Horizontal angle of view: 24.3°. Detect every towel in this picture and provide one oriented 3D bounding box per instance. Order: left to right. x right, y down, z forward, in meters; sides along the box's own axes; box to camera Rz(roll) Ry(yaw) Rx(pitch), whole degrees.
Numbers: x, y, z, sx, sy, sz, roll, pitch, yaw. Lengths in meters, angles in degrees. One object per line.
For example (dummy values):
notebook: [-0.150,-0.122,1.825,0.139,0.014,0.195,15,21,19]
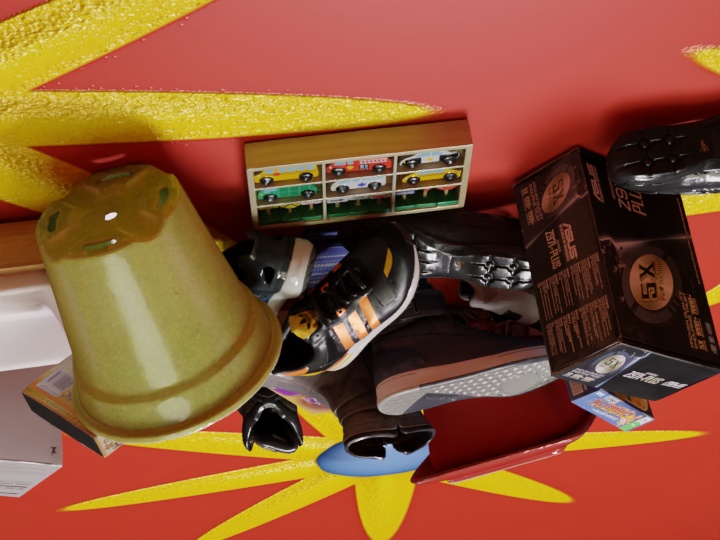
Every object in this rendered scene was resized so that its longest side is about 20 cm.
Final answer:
towel: [0.000,0.000,1.709,0.145,0.024,0.200,-5,158,-10]

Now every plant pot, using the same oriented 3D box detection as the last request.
plant pot: [-0.191,0.016,1.461,0.200,0.201,0.184,-13,127,10]

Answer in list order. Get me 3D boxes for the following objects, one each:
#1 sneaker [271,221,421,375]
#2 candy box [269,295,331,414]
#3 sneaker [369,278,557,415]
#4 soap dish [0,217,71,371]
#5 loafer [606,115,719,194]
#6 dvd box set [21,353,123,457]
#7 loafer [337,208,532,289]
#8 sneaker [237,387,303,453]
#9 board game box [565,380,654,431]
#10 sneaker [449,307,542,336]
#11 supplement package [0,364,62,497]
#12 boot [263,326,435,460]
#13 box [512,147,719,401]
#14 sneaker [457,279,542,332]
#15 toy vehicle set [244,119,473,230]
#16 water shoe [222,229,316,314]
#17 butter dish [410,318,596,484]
sneaker: [-0.020,0.036,1.557,0.090,0.070,0.200,-16,153,-45]
candy box: [-0.059,0.094,1.798,0.117,0.057,0.200,-9,150,33]
sneaker: [0.103,0.055,1.665,0.202,0.146,0.077,-8,148,-7]
soap dish: [-0.342,0.025,1.578,0.157,0.081,0.200,-7,156,-1]
loafer: [0.321,-0.104,1.505,0.200,0.068,0.070,-5,170,-1]
dvd box set: [-0.203,0.086,1.569,0.146,0.200,0.029,20,140,49]
loafer: [0.078,-0.031,1.601,0.200,0.070,0.068,10,134,0]
sneaker: [-0.110,0.173,1.942,0.076,0.114,0.199,-3,158,-7]
board game box: [0.225,0.050,1.660,0.034,0.200,0.135,-25,152,23]
sneaker: [0.128,0.078,1.847,0.200,0.075,0.082,-5,158,-5]
supplement package: [-0.421,0.136,1.709,0.200,0.156,0.111,10,151,-35]
boot: [-0.027,0.124,1.661,0.200,0.132,0.070,-3,140,-21]
box: [0.242,0.006,1.568,0.164,0.200,0.086,16,145,-42]
sneaker: [0.151,0.015,1.730,0.088,0.074,0.200,-12,149,23]
toy vehicle set: [-0.002,-0.085,1.505,0.200,0.027,0.124,-7,156,-2]
water shoe: [-0.103,0.000,1.613,0.079,0.072,0.200,20,159,-13]
butter dish: [0.143,0.123,1.758,0.200,0.148,0.199,-19,-176,21]
